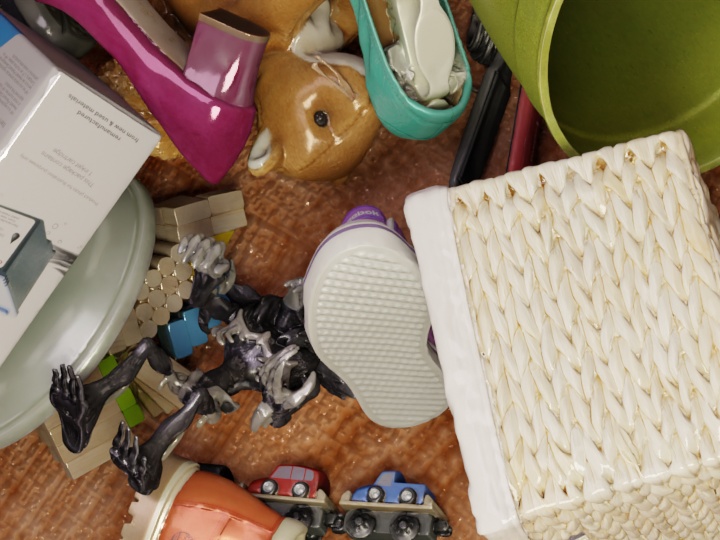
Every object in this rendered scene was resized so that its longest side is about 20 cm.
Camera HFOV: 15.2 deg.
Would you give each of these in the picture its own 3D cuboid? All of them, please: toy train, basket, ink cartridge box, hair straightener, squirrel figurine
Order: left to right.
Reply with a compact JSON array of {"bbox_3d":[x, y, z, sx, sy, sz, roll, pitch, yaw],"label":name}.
[{"bbox_3d":[-0.224,-0.038,1.554,0.200,0.086,0.146,-56,33,5],"label":"ink cartridge box"},{"bbox_3d":[-0.065,-0.132,1.640,0.200,0.141,0.187,-22,78,27],"label":"squirrel figurine"},{"bbox_3d":[-0.039,0.137,1.590,0.200,0.034,0.046,3,65,21],"label":"toy train"},{"bbox_3d":[0.077,-0.134,1.621,0.077,0.041,0.200,5,76,20],"label":"hair straightener"},{"bbox_3d":[0.135,0.051,1.466,0.161,0.198,0.200,-18,69,10],"label":"basket"}]

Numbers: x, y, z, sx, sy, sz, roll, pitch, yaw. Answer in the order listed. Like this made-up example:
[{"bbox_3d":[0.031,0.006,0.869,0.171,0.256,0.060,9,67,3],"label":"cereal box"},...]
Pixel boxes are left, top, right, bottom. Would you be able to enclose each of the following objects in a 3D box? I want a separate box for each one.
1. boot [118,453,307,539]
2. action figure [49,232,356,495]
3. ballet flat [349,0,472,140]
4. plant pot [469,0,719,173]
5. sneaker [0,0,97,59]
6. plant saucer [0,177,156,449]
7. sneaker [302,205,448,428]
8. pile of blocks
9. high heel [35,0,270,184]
[{"bbox_3d":[-0.100,0.217,1.557,0.107,0.075,0.200,20,98,12],"label":"boot"},{"bbox_3d":[-0.075,0.047,1.546,0.119,0.102,0.200,44,53,18],"label":"action figure"},{"bbox_3d":[0.022,-0.173,1.545,0.070,0.067,0.200,-2,107,59],"label":"ballet flat"},{"bbox_3d":[0.137,-0.183,1.507,0.200,0.200,0.193,-44,45,3],"label":"plant pot"},{"bbox_3d":[-0.236,-0.162,1.704,0.114,0.076,0.199,-50,44,9],"label":"sneaker"},{"bbox_3d":[-0.208,0.014,1.619,0.200,0.050,0.200,-33,37,29],"label":"plant saucer"},{"bbox_3d":[-0.001,0.000,1.524,0.073,0.201,0.114,-14,61,0],"label":"sneaker"},{"bbox_3d":[-0.133,0.036,1.646,0.200,0.082,0.062,-54,22,-11],"label":"pile of blocks"},{"bbox_3d":[-0.149,-0.128,1.573,0.200,0.067,0.096,27,110,24],"label":"high heel"}]
